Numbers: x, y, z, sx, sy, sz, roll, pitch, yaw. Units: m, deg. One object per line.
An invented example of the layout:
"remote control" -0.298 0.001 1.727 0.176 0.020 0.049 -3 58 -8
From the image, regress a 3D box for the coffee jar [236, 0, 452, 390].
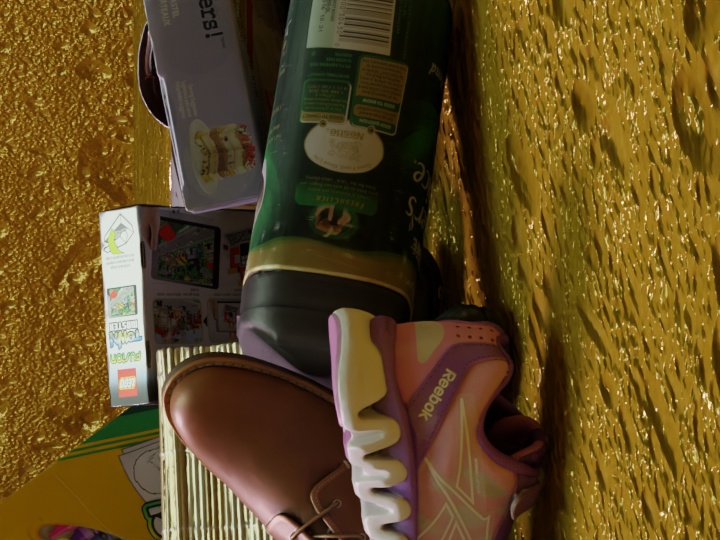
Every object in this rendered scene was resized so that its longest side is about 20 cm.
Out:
"coffee jar" -0.008 -0.042 1.198 0.104 0.085 0.201 99 180 -74

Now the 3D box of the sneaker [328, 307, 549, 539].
"sneaker" 0.043 0.102 1.072 0.081 0.088 0.201 -100 -1 -61

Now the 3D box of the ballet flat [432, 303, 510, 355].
"ballet flat" 0.031 0.068 1.200 0.200 0.057 0.067 104 153 -63

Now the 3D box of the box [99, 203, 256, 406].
"box" -0.061 0.021 1.386 0.035 0.200 0.110 -7 84 43

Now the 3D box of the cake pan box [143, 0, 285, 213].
"cake pan box" -0.077 -0.134 1.319 0.184 0.052 0.201 -20 -81 -85

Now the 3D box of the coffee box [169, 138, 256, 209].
"coffee box" -0.062 -0.018 1.589 0.200 0.114 0.080 -108 17 -57

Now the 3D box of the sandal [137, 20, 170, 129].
"sandal" -0.109 -0.119 1.450 0.207 0.059 0.079 -61 -41 -73

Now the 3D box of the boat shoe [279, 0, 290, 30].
"boat shoe" -0.024 -0.150 1.455 0.200 0.066 0.074 129 129 -71

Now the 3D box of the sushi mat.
"sushi mat" -0.064 0.136 1.263 0.012 0.095 0.201 21 -116 -63

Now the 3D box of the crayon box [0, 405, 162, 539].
"crayon box" -0.095 0.176 1.413 0.200 0.172 0.058 44 153 19

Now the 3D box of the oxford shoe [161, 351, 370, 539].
"oxford shoe" -0.014 0.113 1.158 0.071 0.200 0.071 -46 14 19

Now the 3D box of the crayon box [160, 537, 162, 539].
"crayon box" -0.061 0.232 1.282 0.051 0.200 0.127 16 -82 -62

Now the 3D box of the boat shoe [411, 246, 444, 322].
"boat shoe" -0.009 0.077 1.299 0.063 0.074 0.202 -19 -47 -62
